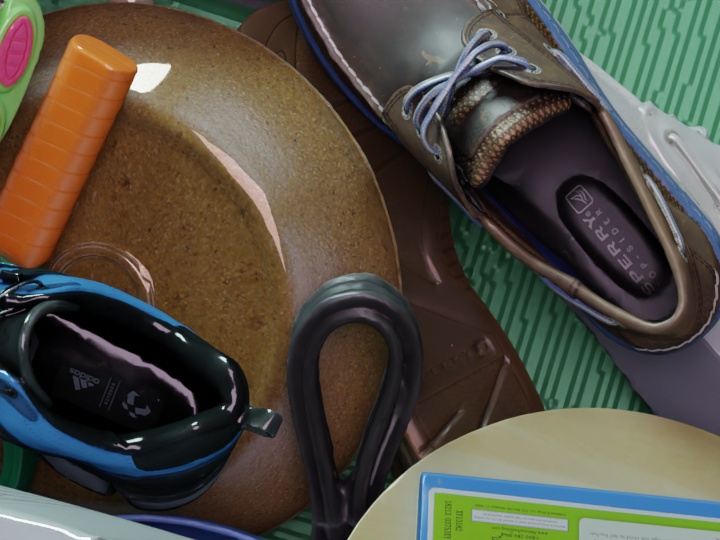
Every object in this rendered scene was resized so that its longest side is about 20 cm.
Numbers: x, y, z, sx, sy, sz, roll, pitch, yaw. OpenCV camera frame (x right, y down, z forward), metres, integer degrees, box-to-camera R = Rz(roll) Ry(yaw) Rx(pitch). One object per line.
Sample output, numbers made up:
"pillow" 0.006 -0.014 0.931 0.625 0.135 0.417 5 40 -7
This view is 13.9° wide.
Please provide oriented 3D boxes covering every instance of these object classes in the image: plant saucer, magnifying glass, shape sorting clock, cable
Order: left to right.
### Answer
"magnifying glass" -0.128 0.011 1.020 0.079 0.022 0.200 31 111 11
"plant saucer" -0.085 0.008 1.033 0.200 0.035 0.201 4 103 18
"cable" -0.002 0.093 1.028 0.097 0.050 0.200 -11 110 12
"shape sorting clock" 0.082 0.137 0.958 0.199 0.039 0.200 4 57 -6

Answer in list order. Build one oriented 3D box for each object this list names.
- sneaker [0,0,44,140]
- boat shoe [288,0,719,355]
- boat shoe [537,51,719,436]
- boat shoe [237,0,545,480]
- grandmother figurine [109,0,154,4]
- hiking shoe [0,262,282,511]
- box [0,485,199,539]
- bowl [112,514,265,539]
"sneaker" -0.189 -0.049 1.025 0.200 0.084 0.077 -36 127 27
"boat shoe" 0.051 -0.053 1.012 0.200 0.072 0.072 42 97 5
"boat shoe" 0.104 -0.024 1.087 0.070 0.071 0.200 -31 79 -35
"boat shoe" 0.000 0.000 1.070 0.073 0.063 0.200 -19 82 -24
"grandmother figurine" -0.114 -0.055 1.081 0.200 0.061 0.121 47 109 1
"hiking shoe" -0.126 0.016 0.947 0.200 0.087 0.075 16 71 -13
"box" -0.132 0.161 0.882 0.130 0.200 0.199 13 85 13
"bowl" -0.070 0.182 0.991 0.200 0.039 0.201 -1 82 10
